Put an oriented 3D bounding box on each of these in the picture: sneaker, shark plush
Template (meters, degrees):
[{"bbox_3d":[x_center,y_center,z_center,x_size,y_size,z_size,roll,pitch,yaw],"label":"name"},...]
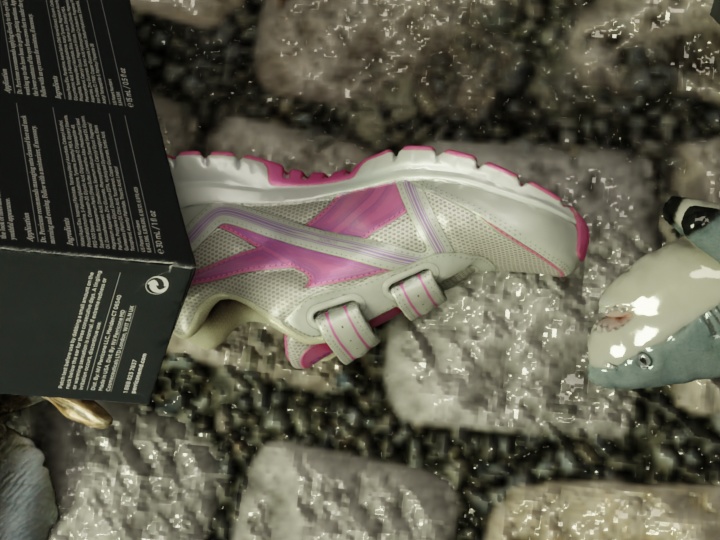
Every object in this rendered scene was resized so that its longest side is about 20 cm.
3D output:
[{"bbox_3d":[0.000,0.000,0.867,0.199,0.081,0.089,-1,75,18],"label":"sneaker"},{"bbox_3d":[0.198,0.021,0.851,0.199,0.091,0.084,8,95,-10],"label":"shark plush"}]

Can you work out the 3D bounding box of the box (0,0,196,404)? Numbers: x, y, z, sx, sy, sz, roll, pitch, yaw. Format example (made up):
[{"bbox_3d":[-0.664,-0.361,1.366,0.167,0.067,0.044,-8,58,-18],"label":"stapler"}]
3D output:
[{"bbox_3d":[-0.158,-0.043,0.827,0.140,0.079,0.201,8,37,-22],"label":"box"}]

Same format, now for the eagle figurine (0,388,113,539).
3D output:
[{"bbox_3d":[-0.202,0.095,0.861,0.201,0.150,0.152,-63,28,19],"label":"eagle figurine"}]

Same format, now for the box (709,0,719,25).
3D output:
[{"bbox_3d":[0.275,-0.124,0.830,0.200,0.086,0.164,-36,72,-14],"label":"box"}]
